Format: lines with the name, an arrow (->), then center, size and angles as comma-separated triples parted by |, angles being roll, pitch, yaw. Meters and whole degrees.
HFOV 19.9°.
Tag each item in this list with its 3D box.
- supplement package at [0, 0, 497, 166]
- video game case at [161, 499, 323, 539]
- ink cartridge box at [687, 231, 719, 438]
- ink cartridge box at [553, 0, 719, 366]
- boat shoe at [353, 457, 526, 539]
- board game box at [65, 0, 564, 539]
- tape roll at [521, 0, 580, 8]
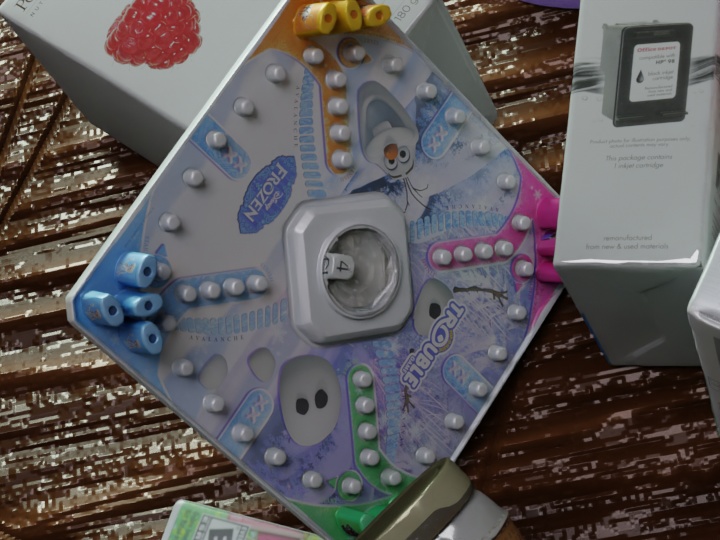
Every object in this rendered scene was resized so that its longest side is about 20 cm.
supplement package -> -0.055, -0.102, 1.016 | 0.200, 0.120, 0.121 | 32, 79, 29
video game case -> -0.036, 0.216, 0.913 | 0.182, 0.022, 0.200 | 12, 70, 23
ink cartridge box -> 0.202, -0.032, 0.869 | 0.050, 0.161, 0.200 | 18, 73, 22
ink cartridge box -> 0.141, -0.069, 0.935 | 0.067, 0.116, 0.200 | -1, 65, 20
boat shoe -> -0.008, 0.172, 0.866 | 0.068, 0.075, 0.200 | 43, 105, -2
board game box -> 0.000, 0.000, 0.899 | 0.026, 0.200, 0.200 | 2, 53, 57
tape roll -> 0.119, -0.236, 1.051 | 0.200, 0.066, 0.200 | -8, 63, 16
